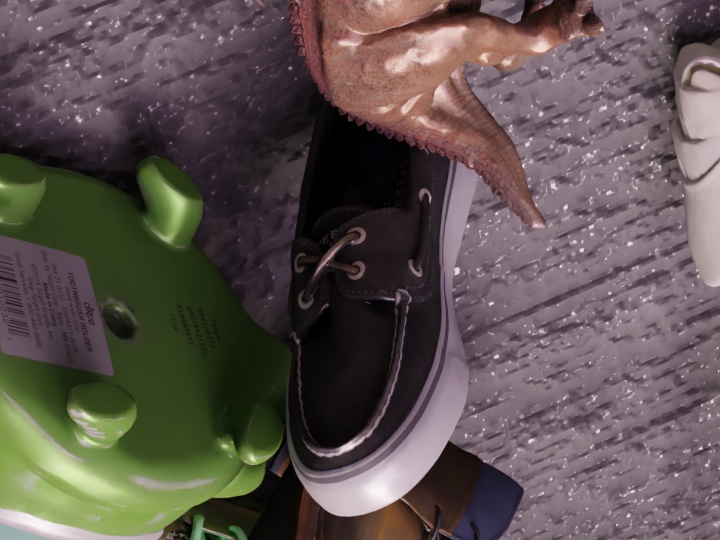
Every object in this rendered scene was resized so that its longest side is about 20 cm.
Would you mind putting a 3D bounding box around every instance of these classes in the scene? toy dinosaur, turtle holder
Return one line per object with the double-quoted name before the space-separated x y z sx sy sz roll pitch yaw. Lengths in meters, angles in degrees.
"toy dinosaur" 0.002 -0.101 1.028 0.135 0.086 0.201 -21 119 -11
"turtle holder" -0.107 0.037 1.077 0.132 0.141 0.185 -38 174 32

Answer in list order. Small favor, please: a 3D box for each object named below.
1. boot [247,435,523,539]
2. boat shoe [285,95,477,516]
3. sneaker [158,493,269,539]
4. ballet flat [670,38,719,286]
"boot" 0.014 0.094 1.111 0.097 0.200 0.075 30 111 -4
"boat shoe" 0.000 0.000 1.061 0.068 0.201 0.057 -20 127 25
"sneaker" -0.043 0.118 1.175 0.199 0.088 0.077 12 85 -39
"ballet flat" 0.160 -0.091 1.160 0.069 0.069 0.201 12 114 -34
